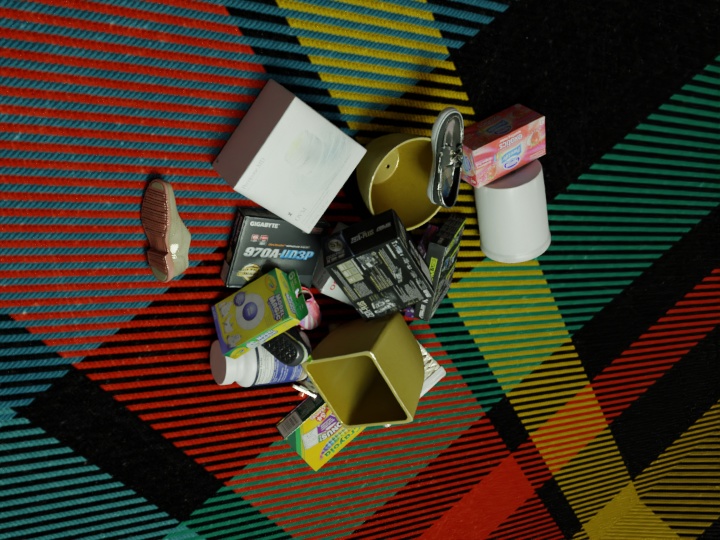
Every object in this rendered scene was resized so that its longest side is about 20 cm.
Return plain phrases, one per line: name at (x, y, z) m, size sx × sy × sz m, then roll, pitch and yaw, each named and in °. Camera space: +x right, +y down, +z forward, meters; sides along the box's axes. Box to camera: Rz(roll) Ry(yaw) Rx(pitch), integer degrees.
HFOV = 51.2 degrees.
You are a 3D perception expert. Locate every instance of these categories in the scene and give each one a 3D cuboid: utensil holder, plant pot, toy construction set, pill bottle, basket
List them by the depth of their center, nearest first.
plant pot at (0.070, -0.202, 1.545) m, size 0.199 × 0.142 × 0.201 m, roll -17°, pitch 127°, yaw -24°
pill bottle at (-0.215, 0.189, 1.619) m, size 0.199 × 0.116 × 0.116 m, roll -2°, pitch 119°, yaw -32°
plant pot at (0.028, 0.197, 1.638) m, size 0.196 × 0.193 × 0.200 m, roll 58°, pitch 40°, yaw -22°
toy construction set at (-0.068, 0.226, 1.750) m, size 0.131 × 0.092 × 0.201 m, roll 28°, pitch 101°, yaw -31°
utensil holder at (0.352, -0.148, 1.751) m, size 0.169 × 0.170 × 0.201 m, roll -27°, pitch 127°, yaw -17°
basket at (0.082, 0.259, 1.820) m, size 0.200 × 0.136 × 0.124 m, roll -41°, pitch 100°, yaw -11°

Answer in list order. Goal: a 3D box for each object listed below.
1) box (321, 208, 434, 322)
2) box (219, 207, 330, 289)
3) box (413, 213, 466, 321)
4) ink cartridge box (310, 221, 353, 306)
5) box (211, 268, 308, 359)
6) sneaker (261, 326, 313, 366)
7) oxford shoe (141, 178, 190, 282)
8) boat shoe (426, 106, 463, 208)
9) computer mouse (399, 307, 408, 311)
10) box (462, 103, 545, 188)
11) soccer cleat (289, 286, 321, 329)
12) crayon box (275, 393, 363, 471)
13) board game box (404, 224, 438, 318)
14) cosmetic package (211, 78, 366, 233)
box at (0.038, -0.006, 1.526) m, size 0.163 × 0.086 × 0.200 m, roll -23°, pitch 135°, yaw 15°
box at (-0.176, -0.041, 1.547) m, size 0.199 × 0.046 × 0.160 m, roll 4°, pitch 116°, yaw -35°
box at (0.184, -0.009, 1.732) m, size 0.200 × 0.047 × 0.194 m, roll -49°, pitch 150°, yaw -58°
ink cartridge box at (0.000, 0.000, 1.664) m, size 0.199 × 0.083 × 0.146 m, roll 26°, pitch 102°, yaw -42°
box at (-0.201, 0.082, 1.507) m, size 0.199 × 0.118 × 0.048 m, roll -29°, pitch 151°, yaw 17°
sneaker at (-0.180, 0.129, 1.578) m, size 0.072 × 0.200 × 0.083 m, roll -49°, pitch 163°, yaw 17°
oxford shoe at (-0.358, -0.081, 1.403) m, size 0.074 × 0.071 × 0.201 m, roll -30°, pitch 135°, yaw -48°
boat shoe at (0.176, -0.217, 1.471) m, size 0.068 × 0.057 × 0.201 m, roll -13°, pitch 124°, yaw -27°
computer mouse at (0.057, 0.102, 1.742) m, size 0.058 × 0.034 × 0.200 m, roll -14°, pitch 161°, yaw -45°
box at (0.310, -0.281, 1.686) m, size 0.199 × 0.095 × 0.103 m, roll -27°, pitch 130°, yaw -17°
soccer cleat at (-0.120, 0.076, 1.611) m, size 0.076 × 0.067 × 0.200 m, roll -27°, pitch 153°, yaw 14°
crayon box at (-0.084, 0.378, 1.861) m, size 0.200 × 0.058 × 0.173 m, roll -40°, pitch 132°, yaw -7°
board game box at (0.139, 0.005, 1.721) m, size 0.201 × 0.032 × 0.120 m, roll 92°, pitch 17°, yaw -50°
cosmetic package at (-0.133, -0.213, 1.419) m, size 0.200 × 0.123 × 0.200 m, roll 30°, pitch 99°, yaw -40°
